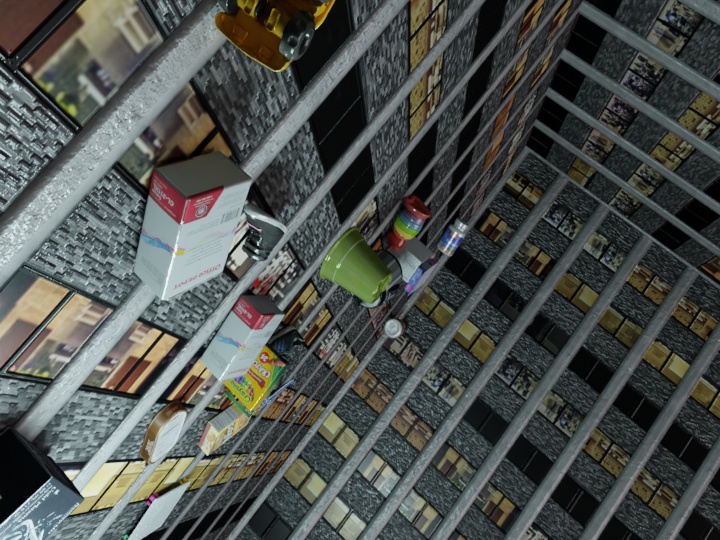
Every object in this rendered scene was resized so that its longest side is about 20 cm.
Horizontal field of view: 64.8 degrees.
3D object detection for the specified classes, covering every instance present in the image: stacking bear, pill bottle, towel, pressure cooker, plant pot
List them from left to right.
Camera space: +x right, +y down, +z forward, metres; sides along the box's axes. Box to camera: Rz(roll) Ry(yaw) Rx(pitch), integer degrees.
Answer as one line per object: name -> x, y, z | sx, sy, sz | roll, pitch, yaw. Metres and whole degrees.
towel -> -0.335, 0.466, 2.035 | 0.198, 0.024, 0.144 | -38, 178, 36
plant pot -> 0.000, 0.000, 1.819 | 0.201, 0.188, 0.201 | -47, 164, -18
pressure cooker -> 0.043, 0.039, 2.094 | 0.199, 0.174, 0.182 | -38, 122, -43
pill bottle -> 0.219, 0.358, 3.538 | 0.118, 0.115, 0.199 | -53, 166, 6
stacking bear -> 0.169, -0.167, 2.161 | 0.202, 0.113, 0.121 | -55, 166, 28
pill bottle -> 0.533, -0.195, 3.259 | 0.203, 0.111, 0.111 | -58, 164, 21

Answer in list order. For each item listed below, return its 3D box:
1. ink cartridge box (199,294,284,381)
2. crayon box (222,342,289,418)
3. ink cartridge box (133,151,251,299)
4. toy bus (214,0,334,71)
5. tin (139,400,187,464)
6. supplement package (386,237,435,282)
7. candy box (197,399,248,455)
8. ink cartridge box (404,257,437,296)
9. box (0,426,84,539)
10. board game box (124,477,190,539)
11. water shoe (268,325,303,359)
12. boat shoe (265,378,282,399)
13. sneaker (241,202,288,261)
ink cartridge box -> -0.301, 0.169, 1.454 | 0.203, 0.082, 0.145 | -55, 166, 6
crayon box -> -0.314, 0.313, 1.662 | 0.203, 0.126, 0.051 | -53, 165, 0
ink cartridge box -> -0.276, -0.073, 0.926 | 0.145, 0.082, 0.203 | -34, 156, -54
toy bus -> -0.088, -0.391, 0.775 | 0.203, 0.134, 0.193 | -56, -178, 22
tin -> -0.509, 0.422, 1.473 | 0.112, 0.041, 0.204 | -40, 161, -55
supplement package -> 0.206, -0.059, 2.421 | 0.112, 0.155, 0.199 | -54, 166, 23
candy box -> -0.434, 0.503, 1.865 | 0.199, 0.055, 0.117 | -31, 154, -58
ink cartridge box -> 0.248, 0.025, 2.356 | 0.121, 0.042, 0.199 | -58, 168, 28
box -> -0.602, 0.402, 0.947 | 0.200, 0.123, 0.199 | -45, 166, -28
board game box -> -0.663, 0.782, 1.840 | 0.203, 0.026, 0.199 | -55, 166, 7
water shoe -> -0.255, 0.249, 1.799 | 0.199, 0.078, 0.073 | -40, 162, -43
boat shoe -> -0.330, 0.394, 1.969 | 0.066, 0.074, 0.200 | -18, -175, 18
sneaker -> -0.213, -0.073, 1.187 | 0.101, 0.070, 0.200 | -57, 170, -2
